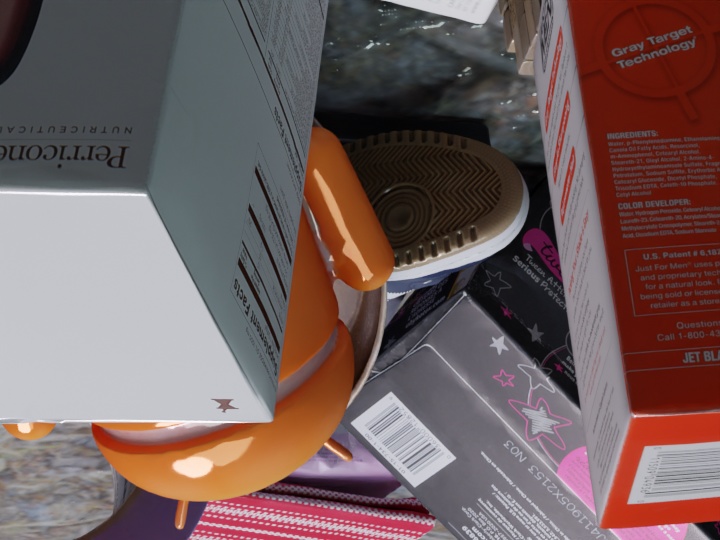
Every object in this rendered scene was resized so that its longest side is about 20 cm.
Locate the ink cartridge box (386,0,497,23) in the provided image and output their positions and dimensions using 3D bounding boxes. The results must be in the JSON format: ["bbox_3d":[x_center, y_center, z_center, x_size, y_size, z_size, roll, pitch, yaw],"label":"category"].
[{"bbox_3d":[-0.023,-0.172,0.769,0.199,0.048,0.160,14,149,-9],"label":"ink cartridge box"}]

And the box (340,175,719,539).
[{"bbox_3d":[0.107,0.077,1.064,0.200,0.115,0.132,45,135,-4],"label":"box"}]

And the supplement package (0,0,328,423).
[{"bbox_3d":[-0.122,-0.071,0.715,0.190,0.201,0.147,-1,150,13],"label":"supplement package"}]

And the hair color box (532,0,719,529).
[{"bbox_3d":[0.105,-0.020,0.777,0.061,0.201,0.102,-4,152,-3],"label":"hair color box"}]

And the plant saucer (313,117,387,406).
[{"bbox_3d":[-0.077,-0.012,0.945,0.199,0.035,0.201,9,118,18],"label":"plant saucer"}]

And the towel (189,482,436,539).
[{"bbox_3d":[-0.065,0.157,1.207,0.144,0.023,0.200,11,151,-26],"label":"towel"}]

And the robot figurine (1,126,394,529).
[{"bbox_3d":[-0.073,0.007,0.862,0.116,0.144,0.201,-1,120,39],"label":"robot figurine"}]

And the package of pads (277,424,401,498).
[{"bbox_3d":[-0.051,0.106,1.216,0.120,0.076,0.200,6,154,-22],"label":"package of pads"}]

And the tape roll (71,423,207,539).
[{"bbox_3d":[-0.173,0.087,1.038,0.199,0.201,0.085,5,150,-19],"label":"tape roll"}]

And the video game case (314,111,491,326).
[{"bbox_3d":[-0.034,-0.017,1.064,0.142,0.019,0.200,3,150,-16],"label":"video game case"}]

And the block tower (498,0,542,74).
[{"bbox_3d":[0.103,-0.145,0.816,0.057,0.054,0.200,-1,152,-11],"label":"block tower"}]

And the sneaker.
[{"bbox_3d":[0.000,0.000,1.007,0.199,0.070,0.109,-12,147,25],"label":"sneaker"}]
